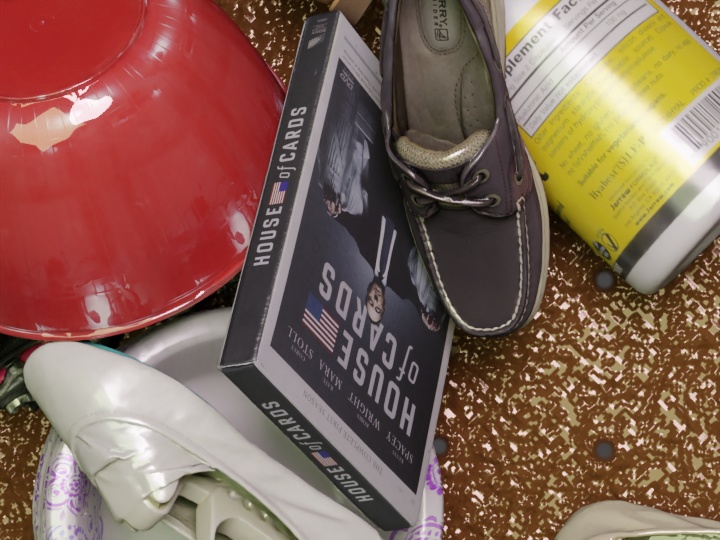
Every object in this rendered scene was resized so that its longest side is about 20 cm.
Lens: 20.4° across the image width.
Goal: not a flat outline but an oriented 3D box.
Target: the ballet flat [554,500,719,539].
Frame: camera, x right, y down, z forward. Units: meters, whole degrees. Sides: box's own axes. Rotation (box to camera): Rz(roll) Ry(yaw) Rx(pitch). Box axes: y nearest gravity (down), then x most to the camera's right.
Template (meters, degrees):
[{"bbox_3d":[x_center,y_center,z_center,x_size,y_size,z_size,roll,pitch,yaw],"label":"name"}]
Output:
[{"bbox_3d":[0.192,0.156,0.992,0.199,0.069,0.070,4,92,14],"label":"ballet flat"}]

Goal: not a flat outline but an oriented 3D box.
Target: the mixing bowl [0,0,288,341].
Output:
[{"bbox_3d":[-0.132,-0.079,0.923,0.199,0.109,0.201,-5,53,6],"label":"mixing bowl"}]

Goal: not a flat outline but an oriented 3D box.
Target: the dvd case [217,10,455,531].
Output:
[{"bbox_3d":[0.000,0.000,0.950,0.025,0.150,0.201,-10,51,29],"label":"dvd case"}]

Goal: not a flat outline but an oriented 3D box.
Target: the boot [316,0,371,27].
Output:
[{"bbox_3d":[0.015,-0.213,0.939,0.075,0.074,0.200,32,118,-3],"label":"boot"}]

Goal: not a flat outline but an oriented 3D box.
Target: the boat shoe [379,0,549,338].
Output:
[{"bbox_3d":[0.042,-0.059,0.925,0.072,0.065,0.201,-1,108,20],"label":"boat shoe"}]

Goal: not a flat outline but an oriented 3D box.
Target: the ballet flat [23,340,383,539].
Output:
[{"bbox_3d":[-0.073,0.105,0.919,0.200,0.069,0.070,35,100,-13],"label":"ballet flat"}]

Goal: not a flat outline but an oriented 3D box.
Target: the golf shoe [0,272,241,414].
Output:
[{"bbox_3d":[-0.132,-0.003,1.068,0.200,0.077,0.088,-31,77,13],"label":"golf shoe"}]

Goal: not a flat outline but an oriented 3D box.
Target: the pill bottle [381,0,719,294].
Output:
[{"bbox_3d":[0.108,-0.093,0.984,0.200,0.111,0.111,46,101,10],"label":"pill bottle"}]

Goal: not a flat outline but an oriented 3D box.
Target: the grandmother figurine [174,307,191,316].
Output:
[{"bbox_3d":[-0.134,-0.057,1.035,0.121,0.061,0.200,-47,47,8],"label":"grandmother figurine"}]

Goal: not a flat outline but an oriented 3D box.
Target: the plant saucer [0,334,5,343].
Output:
[{"bbox_3d":[-0.232,-0.023,1.074,0.200,0.034,0.201,-1,88,46],"label":"plant saucer"}]

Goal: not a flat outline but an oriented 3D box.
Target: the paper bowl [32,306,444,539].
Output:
[{"bbox_3d":[-0.065,0.120,1.014,0.200,0.104,0.201,1,85,-15],"label":"paper bowl"}]
